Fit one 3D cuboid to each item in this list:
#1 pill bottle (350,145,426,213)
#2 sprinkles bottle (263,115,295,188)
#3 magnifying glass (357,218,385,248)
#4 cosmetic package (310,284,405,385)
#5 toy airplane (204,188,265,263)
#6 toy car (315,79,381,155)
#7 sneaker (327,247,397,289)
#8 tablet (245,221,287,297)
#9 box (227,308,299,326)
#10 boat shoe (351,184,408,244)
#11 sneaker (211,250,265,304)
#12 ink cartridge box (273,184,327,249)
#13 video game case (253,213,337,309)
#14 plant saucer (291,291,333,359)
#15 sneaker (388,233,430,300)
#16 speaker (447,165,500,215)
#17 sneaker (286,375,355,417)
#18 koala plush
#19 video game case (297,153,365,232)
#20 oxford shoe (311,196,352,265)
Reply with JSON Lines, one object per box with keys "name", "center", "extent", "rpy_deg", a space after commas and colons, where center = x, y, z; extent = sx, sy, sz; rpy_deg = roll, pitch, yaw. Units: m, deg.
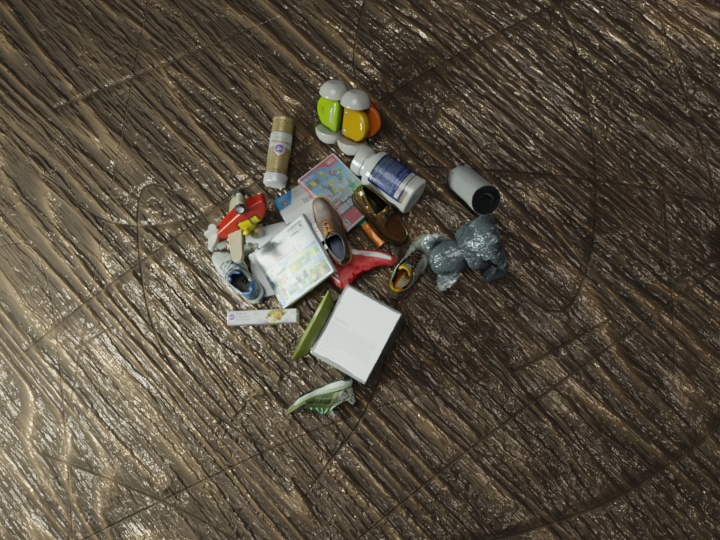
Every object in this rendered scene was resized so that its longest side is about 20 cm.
{"name": "pill bottle", "center": [0.074, -0.256, 1.759], "extent": [0.199, 0.111, 0.111], "rpy_deg": [37, 85, 12]}
{"name": "sprinkles bottle", "center": [-0.234, -0.342, 1.836], "extent": [0.068, 0.068, 0.202], "rpy_deg": [5, 79, 8]}
{"name": "magnifying glass", "center": [-0.002, -0.145, 1.793], "extent": [0.079, 0.022, 0.200], "rpy_deg": [-40, 78, -2]}
{"name": "cosmetic package", "center": [-0.002, 0.171, 1.655], "extent": [0.165, 0.167, 0.201], "rpy_deg": [27, 84, 12]}
{"name": "toy airplane", "center": [-0.336, -0.118, 1.771], "extent": [0.198, 0.141, 0.202], "rpy_deg": [9, 76, 53]}
{"name": "toy car", "center": [-0.027, -0.438, 1.794], "extent": [0.199, 0.176, 0.149], "rpy_deg": [32, 41, 31]}
{"name": "sneaker", "center": [0.000, 0.000, 1.747], "extent": [0.198, 0.078, 0.117], "rpy_deg": [6, 88, 21]}
{"name": "tablet", "center": [-0.251, -0.031, 1.805], "extent": [0.129, 0.014, 0.202], "rpy_deg": [-14, 77, 5]}
{"name": "box", "center": [-0.268, 0.130, 1.761], "extent": [0.198, 0.041, 0.039], "rpy_deg": [-3, 78, 7]}
{"name": "boat shoe", "center": [0.058, -0.150, 1.737], "extent": [0.200, 0.068, 0.072], "rpy_deg": [42, 66, -5]}
{"name": "sneaker", "center": [-0.346, 0.007, 1.767], "extent": [0.200, 0.085, 0.077], "rpy_deg": [40, 89, 19]}
{"name": "ink cartridge box", "center": [-0.143, -0.134, 1.784], "extent": [0.115, 0.068, 0.201], "rpy_deg": [-30, 77, 0]}
{"name": "video game case", "center": [-0.181, -0.023, 1.738], "extent": [0.199, 0.022, 0.183], "rpy_deg": [-35, 78, 24]}
{"name": "plant saucer", "center": [-0.119, 0.148, 1.665], "extent": [0.031, 0.200, 0.201], "rpy_deg": [29, 83, -5]}
{"name": "sneaker", "center": [0.142, -0.011, 1.717], "extent": [0.077, 0.082, 0.201], "rpy_deg": [28, 82, 12]}
{"name": "speaker", "center": [0.297, -0.214, 1.676], "extent": [0.080, 0.200, 0.082], "rpy_deg": [-4, 114, -10]}
{"name": "sneaker", "center": [-0.100, 0.353, 1.684], "extent": [0.198, 0.077, 0.089], "rpy_deg": [-23, 85, 4]}
{"name": "koala plush", "center": [0.267, -0.049, 1.664], "extent": [0.198, 0.184, 0.179], "rpy_deg": [-19, 77, 7]}
{"name": "video game case", "center": [-0.057, -0.219, 1.777], "extent": [0.200, 0.017, 0.143], "rpy_deg": [45, 63, 6]}
{"name": "oxford shoe", "center": [-0.077, -0.111, 1.696], "extent": [0.071, 0.073, 0.201], "rpy_deg": [-27, 83, 5]}
